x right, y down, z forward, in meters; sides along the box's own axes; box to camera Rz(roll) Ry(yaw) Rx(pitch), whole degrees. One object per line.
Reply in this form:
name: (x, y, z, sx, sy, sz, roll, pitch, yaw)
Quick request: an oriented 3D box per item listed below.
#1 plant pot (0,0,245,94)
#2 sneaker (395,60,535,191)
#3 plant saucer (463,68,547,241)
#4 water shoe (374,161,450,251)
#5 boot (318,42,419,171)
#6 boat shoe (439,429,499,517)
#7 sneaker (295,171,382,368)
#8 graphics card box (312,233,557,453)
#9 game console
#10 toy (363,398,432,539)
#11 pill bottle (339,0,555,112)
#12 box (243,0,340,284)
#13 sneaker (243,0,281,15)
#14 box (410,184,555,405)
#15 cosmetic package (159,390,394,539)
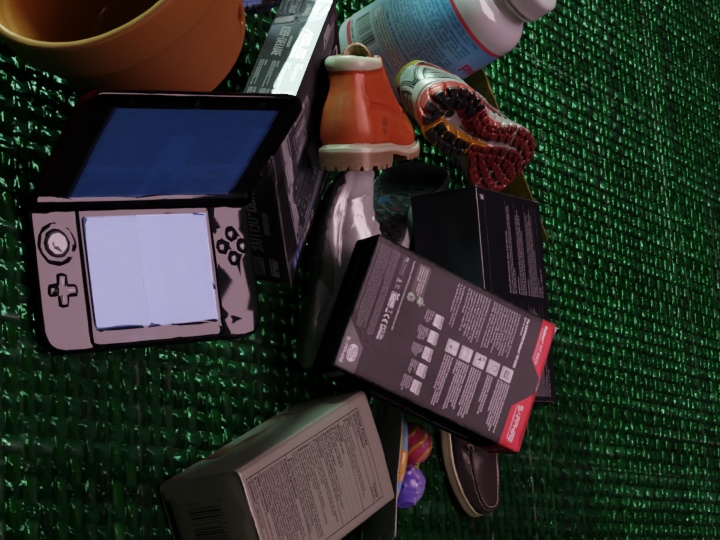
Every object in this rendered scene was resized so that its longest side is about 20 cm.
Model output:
plant pot: (-0.172, -0.208, 1.217, 0.140, 0.197, 0.202, 58, 34, -56)
sneaker: (0.102, -0.141, 1.554, 0.082, 0.078, 0.200, 50, 5, 38)
plant saucer: (0.127, -0.147, 1.719, 0.200, 0.047, 0.201, -103, 170, -58)
water shoe: (0.034, -0.037, 1.604, 0.200, 0.071, 0.080, -54, 152, -51)
boot: (0.009, -0.148, 1.450, 0.200, 0.074, 0.109, -35, 123, -78)
boat shoe: (0.119, 0.149, 1.661, 0.073, 0.064, 0.203, -9, 89, -59)
sneaker: (0.000, 0.000, 1.480, 0.098, 0.078, 0.203, 13, 73, -14)
graphics card box: (0.067, 0.067, 1.431, 0.198, 0.051, 0.127, 26, 74, -23)
game console: (-0.139, -0.035, 1.216, 0.198, 0.118, 0.175, -3, 83, -39)
toy: (0.038, 0.159, 1.486, 0.047, 0.115, 0.203, 6, 66, -11)
pill bottle: (0.085, -0.240, 1.576, 0.109, 0.199, 0.110, 39, 35, -36)
box: (-0.063, -0.116, 1.414, 0.159, 0.049, 0.201, 85, 18, -48)
sneaker: (-0.095, -0.276, 1.453, 0.200, 0.076, 0.086, -30, 101, -57)
box: (0.119, 0.030, 1.568, 0.141, 0.078, 0.203, 10, 74, -60)
cosmetic package: (-0.065, 0.182, 1.339, 0.199, 0.086, 0.105, -24, 99, -56)
